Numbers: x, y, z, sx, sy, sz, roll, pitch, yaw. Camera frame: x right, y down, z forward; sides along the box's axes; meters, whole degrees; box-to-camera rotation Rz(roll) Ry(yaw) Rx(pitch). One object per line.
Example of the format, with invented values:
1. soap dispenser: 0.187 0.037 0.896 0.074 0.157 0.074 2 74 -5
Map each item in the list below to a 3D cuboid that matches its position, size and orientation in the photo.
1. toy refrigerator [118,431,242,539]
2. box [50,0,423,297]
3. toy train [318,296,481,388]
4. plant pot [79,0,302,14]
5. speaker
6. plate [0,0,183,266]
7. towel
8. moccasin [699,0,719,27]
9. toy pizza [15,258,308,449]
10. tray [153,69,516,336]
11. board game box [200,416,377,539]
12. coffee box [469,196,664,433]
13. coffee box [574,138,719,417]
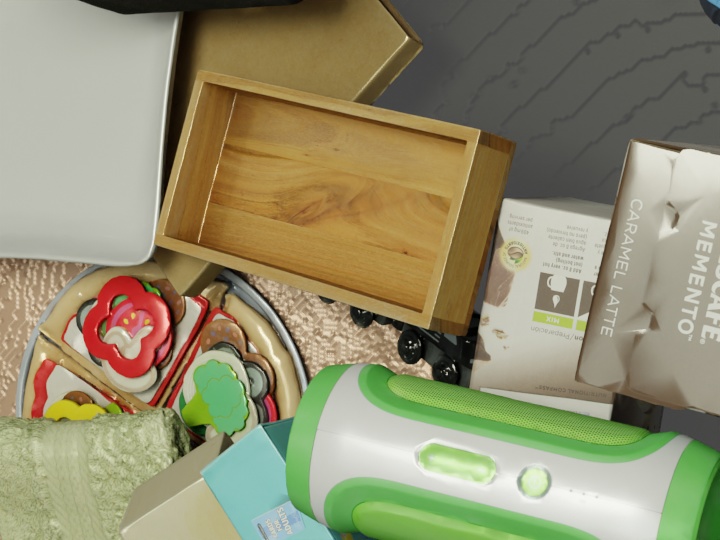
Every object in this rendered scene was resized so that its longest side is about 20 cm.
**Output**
1. toy refrigerator: -0.044 0.192 1.080 0.070 0.076 0.201 -32 99 7
2. box: -0.075 -0.110 1.126 0.200 0.021 0.164 -47 61 18
3. toy train: 0.000 0.000 1.084 0.200 0.034 0.046 36 120 36
4. plant pot: -0.104 -0.237 1.018 0.199 0.177 0.201 1 65 33
5. speaker: 0.069 0.100 0.936 0.198 0.088 0.089 12 97 22
6. plate: -0.179 -0.103 1.160 0.198 0.032 0.202 2 83 33
7. towel: -0.143 0.178 1.156 0.147 0.036 0.202 -6 103 25
8. moccasin: 0.263 -0.119 0.974 0.199 0.068 0.081 23 88 -3
9. toy pizza: -0.122 0.088 1.169 0.198 0.032 0.202 1 93 23
10. tray: -0.017 -0.038 1.032 0.199 0.037 0.100 16 92 41
11. board game box: 0.016 0.168 1.050 0.047 0.151 0.201 -38 78 20
12. coffee box: 0.107 0.067 1.028 0.079 0.113 0.202 11 96 22
13. coffee box: 0.177 0.001 0.948 0.079 0.200 0.115 14 98 22
